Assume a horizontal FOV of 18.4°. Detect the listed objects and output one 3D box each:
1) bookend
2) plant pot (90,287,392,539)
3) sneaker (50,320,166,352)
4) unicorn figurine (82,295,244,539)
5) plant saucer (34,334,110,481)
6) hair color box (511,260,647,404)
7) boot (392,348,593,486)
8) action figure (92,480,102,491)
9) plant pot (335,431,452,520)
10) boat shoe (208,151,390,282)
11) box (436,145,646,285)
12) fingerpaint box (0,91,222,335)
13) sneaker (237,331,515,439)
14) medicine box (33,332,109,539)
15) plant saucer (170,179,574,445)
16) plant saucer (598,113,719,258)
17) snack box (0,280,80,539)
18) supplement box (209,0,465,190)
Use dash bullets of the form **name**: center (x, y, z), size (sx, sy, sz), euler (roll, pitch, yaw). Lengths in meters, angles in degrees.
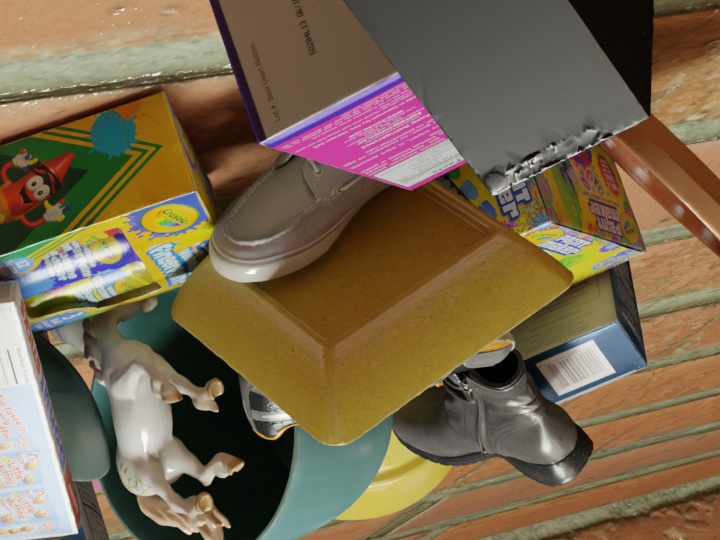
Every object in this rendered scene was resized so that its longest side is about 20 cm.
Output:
- **bookend**: center (0.056, -0.180, 1.086), size (0.092, 0.199, 0.200), euler (-26, 120, 25)
- **plant pot**: center (-0.072, 0.107, 1.622), size (0.200, 0.202, 0.161), euler (-29, 164, 35)
- **sneaker**: center (-0.154, 0.029, 1.724), size (0.099, 0.075, 0.199), euler (-7, 176, 39)
- **unicorn figurine**: center (-0.143, 0.088, 1.527), size (0.074, 0.201, 0.137), euler (-5, -166, -40)
- **plant saucer**: center (-0.245, 0.067, 1.526), size (0.039, 0.201, 0.201), euler (-54, 157, 10)
- **hair color box**: center (0.159, 0.006, 1.742), size (0.100, 0.201, 0.061), euler (-23, 130, 18)
- **boot**: center (0.075, 0.087, 1.667), size (0.199, 0.070, 0.132), euler (4, 143, 46)
- **action figure**: center (-0.156, 0.148, 1.840), size (0.133, 0.201, 0.149), euler (5, 168, -32)
- **plant pot**: center (-0.006, 0.077, 1.842), size (0.200, 0.201, 0.189), euler (-16, 149, -10)
- **boat shoe**: center (-0.021, -0.072, 1.412), size (0.201, 0.070, 0.072), euler (-38, 145, -24)
- **box**: center (0.074, -0.039, 1.617), size (0.192, 0.123, 0.200), euler (-25, 164, 22)
- **fingerpaint box**: center (-0.177, -0.028, 1.432), size (0.166, 0.074, 0.200), euler (-19, 166, -1)
- **sneaker**: center (0.008, 0.062, 1.488), size (0.199, 0.078, 0.078), euler (-6, 119, -18)
- **medicine box**: center (-0.303, 0.148, 1.665), size (0.181, 0.201, 0.103), euler (-19, 166, -1)
- **plant saucer**: center (0.000, 0.000, 1.421), size (0.200, 0.200, 0.049), euler (-34, 132, -19)
- **plant saucer**: center (0.207, -0.074, 1.539), size (0.032, 0.200, 0.200), euler (-45, 163, 3)
- **snack box**: center (-0.231, 0.093, 1.404), size (0.071, 0.024, 0.201), euler (-7, 128, 2)
- **supplement box**: center (0.013, -0.121, 1.276), size (0.103, 0.102, 0.200), euler (-25, 165, 20)
